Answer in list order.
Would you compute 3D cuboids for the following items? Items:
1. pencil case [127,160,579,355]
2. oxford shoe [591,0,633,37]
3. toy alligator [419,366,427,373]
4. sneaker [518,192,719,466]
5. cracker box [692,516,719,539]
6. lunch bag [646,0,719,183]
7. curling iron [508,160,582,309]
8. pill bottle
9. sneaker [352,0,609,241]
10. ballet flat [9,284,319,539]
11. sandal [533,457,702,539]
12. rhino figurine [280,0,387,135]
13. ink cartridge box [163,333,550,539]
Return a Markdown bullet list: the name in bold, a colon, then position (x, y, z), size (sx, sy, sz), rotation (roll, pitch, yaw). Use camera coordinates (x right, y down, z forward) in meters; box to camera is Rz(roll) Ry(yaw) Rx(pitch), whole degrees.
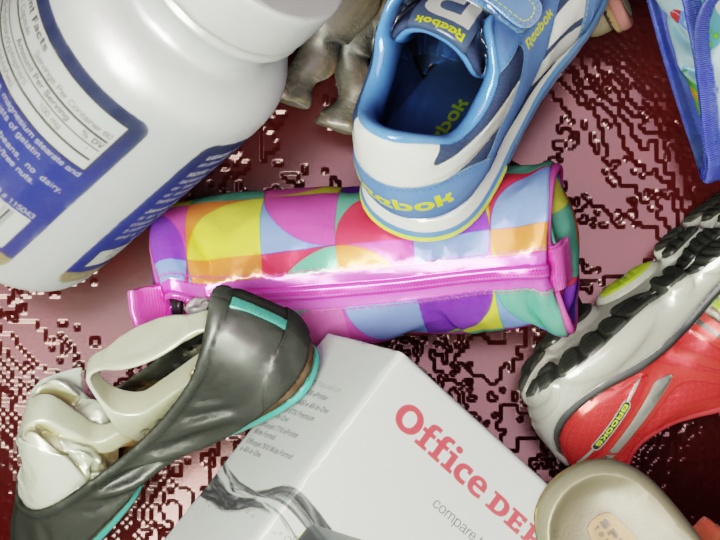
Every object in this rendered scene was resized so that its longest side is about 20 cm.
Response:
- **pencil case**: position (0.000, 0.000, 1.201), size (0.200, 0.088, 0.089), rotation (-8, 84, 7)
- **oxford shoe**: position (0.051, -0.178, 1.242), size (0.075, 0.070, 0.200), rotation (-38, 77, 7)
- **toy alligator**: position (-0.020, 0.134, 1.214), size (0.059, 0.054, 0.200), rotation (24, 85, -24)
- **sneaker**: position (0.166, 0.025, 1.224), size (0.200, 0.077, 0.085), rotation (-35, 108, -5)
- **cracker box**: position (0.131, 0.225, 1.138), size (0.134, 0.058, 0.200), rotation (41, 78, 15)
- **lunch bag**: position (0.214, -0.153, 1.210), size (0.170, 0.127, 0.200), rotation (-13, 97, -2)
- **curling iron**: position (0.070, -0.054, 1.244), size (0.050, 0.026, 0.200), rotation (-20, 85, 1)
- **pill bottle**: position (-0.102, -0.089, 1.143), size (0.200, 0.120, 0.120), rotation (-38, 84, 36)
- **sneaker**: position (0.055, -0.112, 1.148), size (0.074, 0.082, 0.200), rotation (18, 74, 21)
- **ballet flat**: position (-0.106, 0.065, 1.178), size (0.068, 0.068, 0.200), rotation (37, 121, -27)
- **sandal**: position (0.147, 0.159, 1.097), size (0.080, 0.054, 0.200), rotation (-39, 81, -9)
- **rhino figurine**: position (-0.079, -0.137, 1.237), size (0.200, 0.060, 0.088), rotation (21, 86, 8)
- **ink cartridge box**: position (-0.009, 0.149, 1.143), size (0.145, 0.084, 0.200), rotation (43, 77, -21)
